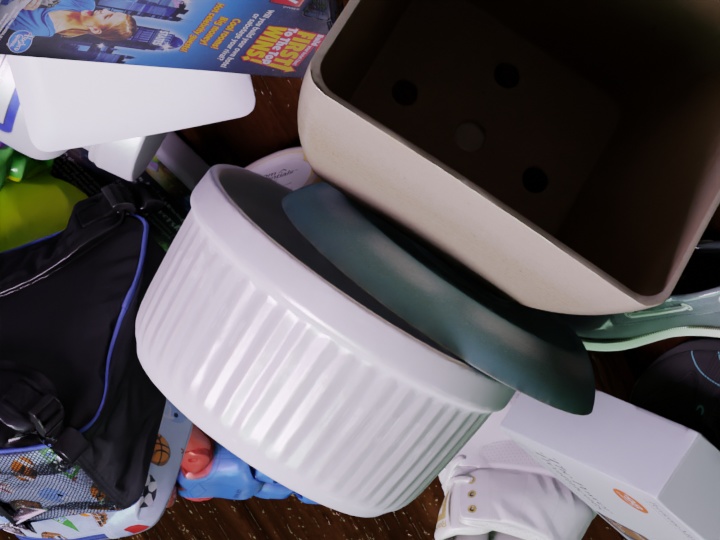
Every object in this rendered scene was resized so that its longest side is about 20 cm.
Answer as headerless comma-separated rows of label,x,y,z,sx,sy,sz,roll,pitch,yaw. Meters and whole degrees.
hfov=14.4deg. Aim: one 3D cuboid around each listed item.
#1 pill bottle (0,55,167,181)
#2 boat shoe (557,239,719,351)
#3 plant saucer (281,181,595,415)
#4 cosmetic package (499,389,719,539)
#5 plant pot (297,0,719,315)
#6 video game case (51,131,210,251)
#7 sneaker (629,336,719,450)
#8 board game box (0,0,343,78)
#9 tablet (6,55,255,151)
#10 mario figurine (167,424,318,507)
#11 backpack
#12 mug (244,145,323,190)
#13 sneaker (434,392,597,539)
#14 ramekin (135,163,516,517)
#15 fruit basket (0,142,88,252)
pill bottle,-0.200,-0.133,1.636,0.200,0.112,0.112,27,146,2
boat shoe,0.170,0.001,1.576,0.200,0.073,0.062,2,137,26
plant saucer,0.048,0.008,1.516,0.200,0.027,0.200,34,-170,-7
cosmetic package,0.195,0.144,1.683,0.200,0.052,0.151,41,167,-34
plant pot,0.079,-0.092,1.425,0.200,0.200,0.177,34,159,-6
video game case,-0.138,-0.025,1.811,0.200,0.023,0.182,45,144,-20
sneaker,0.230,0.086,1.632,0.200,0.079,0.075,-6,134,43
board game box,-0.076,-0.164,1.457,0.200,0.062,0.200,10,151,-25
tablet,-0.139,-0.163,1.540,0.130,0.014,0.200,-10,116,6
mario figurine,-0.099,0.101,1.791,0.200,0.106,0.124,2,125,-9
backpack,-0.192,0.068,1.644,0.190,0.200,0.154,-6,134,25
mug,-0.007,0.001,1.678,0.153,0.186,0.149,59,169,-24
sneaker,0.057,0.111,1.761,0.200,0.116,0.074,25,148,10
ramekin,-0.025,0.042,1.500,0.200,0.105,0.200,34,-171,-6
fruit basket,-0.237,-0.024,1.746,0.216,0.155,0.216,32,133,42
